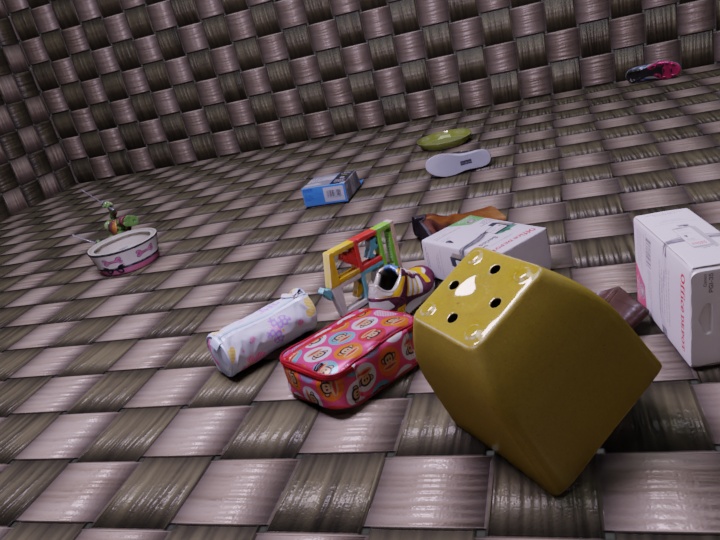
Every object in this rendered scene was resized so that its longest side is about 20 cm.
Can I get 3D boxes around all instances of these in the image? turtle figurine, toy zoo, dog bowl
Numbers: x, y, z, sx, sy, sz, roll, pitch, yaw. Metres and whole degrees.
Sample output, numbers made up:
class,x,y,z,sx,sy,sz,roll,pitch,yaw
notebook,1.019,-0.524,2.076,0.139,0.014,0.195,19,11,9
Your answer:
class,x,y,z,sx,sy,sz,roll,pitch,yaw
turtle figurine,-0.809,-0.139,2.046,0.193,0.200,0.144,11,67,39
toy zoo,0.000,0.000,1.220,0.200,0.132,0.020,-29,26,-34
dog bowl,-0.672,-0.052,1.835,0.199,0.074,0.200,-11,22,5

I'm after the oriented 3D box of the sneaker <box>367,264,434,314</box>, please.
class,x,y,z,sx,sy,sz,roll,pitch,yaw
sneaker,0.079,0.020,1.177,0.075,0.091,0.200,-1,26,30

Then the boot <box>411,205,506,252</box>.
class,x,y,z,sx,sy,sz,roll,pitch,yaw
boot,0.227,-0.091,1.429,0.199,0.069,0.188,-7,14,-2

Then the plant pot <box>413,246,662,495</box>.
class,x,y,z,sx,sy,sz,roll,pitch,yaw
plant pot,0.175,0.086,0.731,0.194,0.200,0.195,-47,29,-10

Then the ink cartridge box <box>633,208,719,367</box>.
class,x,y,z,sx,sy,sz,roll,pitch,yaw
ink cartridge box,0.452,0.018,0.879,0.082,0.147,0.200,-10,23,7

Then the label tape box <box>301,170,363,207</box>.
class,x,y,z,sx,sy,sz,roll,pitch,yaw
label tape box,-0.084,-0.268,2.008,0.143,0.066,0.200,-6,25,19

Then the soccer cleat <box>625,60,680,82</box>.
class,x,y,z,sx,sy,sz,roll,pitch,yaw
soccer cleat,1.138,-0.778,2.483,0.199,0.070,0.086,1,27,34

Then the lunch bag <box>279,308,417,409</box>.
class,x,y,z,sx,sy,sz,roll,pitch,yaw
lunch bag,-0.019,0.130,0.997,0.200,0.082,0.176,-28,22,-34

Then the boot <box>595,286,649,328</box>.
class,x,y,z,sx,sy,sz,roll,pitch,yaw
boot,0.304,0.077,0.937,0.186,0.065,0.200,18,40,31

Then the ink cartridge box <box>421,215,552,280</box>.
class,x,y,z,sx,sy,sz,roll,pitch,yaw
ink cartridge box,0.239,-0.033,1.215,0.146,0.085,0.200,-27,25,-29

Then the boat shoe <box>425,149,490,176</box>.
class,x,y,z,sx,sy,sz,roll,pitch,yaw
boat shoe,0.292,-0.325,1.926,0.199,0.069,0.057,-9,14,-2

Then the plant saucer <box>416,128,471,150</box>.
class,x,y,z,sx,sy,sz,roll,pitch,yaw
plant saucer,0.303,-0.467,2.297,0.199,0.031,0.200,-12,23,5

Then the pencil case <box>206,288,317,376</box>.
class,x,y,z,sx,sy,sz,roll,pitch,yaw
pencil case,-0.170,0.106,1.125,0.200,0.091,0.083,-30,66,-30
